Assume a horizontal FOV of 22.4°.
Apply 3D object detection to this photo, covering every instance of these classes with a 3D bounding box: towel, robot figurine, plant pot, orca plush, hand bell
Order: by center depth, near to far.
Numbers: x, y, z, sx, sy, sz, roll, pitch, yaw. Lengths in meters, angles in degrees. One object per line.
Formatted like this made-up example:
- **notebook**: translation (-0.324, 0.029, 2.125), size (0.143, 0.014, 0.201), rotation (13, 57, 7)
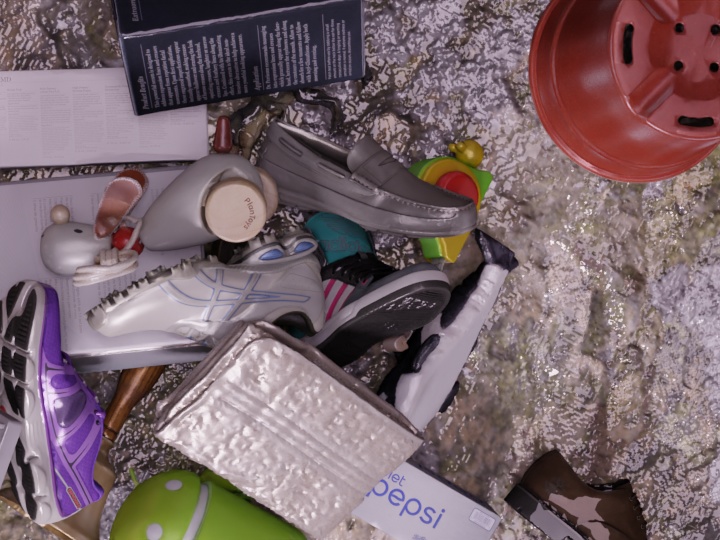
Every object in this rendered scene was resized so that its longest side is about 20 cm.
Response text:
- **towel**: translation (-0.060, 0.129, 1.475), size (0.133, 0.035, 0.200), rotation (-44, 120, 14)
- **robot figurine**: translation (-0.123, 0.244, 1.527), size (0.199, 0.116, 0.176), rotation (31, 50, -13)
- **plant pot**: translation (0.258, -0.178, 1.530), size (0.199, 0.195, 0.203), rotation (0, 91, -7)
- **hand bell**: translation (-0.213, 0.133, 1.551), size (0.104, 0.104, 0.201), rotation (33, 75, -5)
- **orca plush**: translation (0.055, 0.053, 1.575), size (0.071, 0.105, 0.201), rotation (25, 91, 26)

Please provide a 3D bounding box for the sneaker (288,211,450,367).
- **sneaker**: translation (0.000, 0.000, 1.523), size (0.083, 0.200, 0.122), rotation (6, 67, -36)

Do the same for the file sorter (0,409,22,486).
- **file sorter**: translation (-0.382, 0.148, 1.447), size (0.124, 0.200, 0.140), rotation (21, 88, -35)

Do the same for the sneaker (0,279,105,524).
- **sneaker**: translation (-0.244, 0.100, 1.451), size (0.083, 0.080, 0.202), rotation (-15, 113, -31)

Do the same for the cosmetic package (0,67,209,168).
- **cosmetic package**: translation (-0.230, -0.130, 1.551), size (0.198, 0.051, 0.083), rotation (-2, 93, -6)

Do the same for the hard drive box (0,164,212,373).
- **hard drive box**: translation (-0.228, 0.004, 1.522), size (0.198, 0.077, 0.157), rotation (-5, 76, -5)

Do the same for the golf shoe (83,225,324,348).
- **golf shoe**: translation (-0.116, 0.034, 1.450), size (0.199, 0.078, 0.098), rotation (-16, 88, -20)

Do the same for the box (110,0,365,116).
- **box**: translation (-0.106, -0.231, 1.504), size (0.198, 0.107, 0.149), rotation (-9, 58, -5)

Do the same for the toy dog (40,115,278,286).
- **toy dog**: translation (-0.160, -0.062, 1.451), size (0.199, 0.132, 0.097), rotation (-16, 100, -18)

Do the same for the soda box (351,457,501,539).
- **soda box**: translation (0.019, 0.186, 1.572), size (0.199, 0.068, 0.064), rotation (30, 90, -5)

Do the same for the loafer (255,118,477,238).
- **loafer**: translation (0.004, -0.076, 1.513), size (0.199, 0.070, 0.070), rotation (15, 109, 17)

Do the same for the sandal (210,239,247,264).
- **sandal**: translation (-0.090, 0.063, 1.549), size (0.054, 0.082, 0.202), rotation (-6, 79, 9)

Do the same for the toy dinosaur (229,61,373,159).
- **toy dinosaur**: translation (-0.040, -0.169, 1.575), size (0.088, 0.047, 0.201), rotation (32, 84, 1)

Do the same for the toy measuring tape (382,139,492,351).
- **toy measuring tape**: translation (0.051, -0.031, 1.560), size (0.073, 0.074, 0.201), rotation (29, 73, -6)

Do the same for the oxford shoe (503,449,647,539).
- **oxford shoe**: translation (0.229, 0.230, 1.593), size (0.200, 0.073, 0.085), rotation (38, 85, -5)
